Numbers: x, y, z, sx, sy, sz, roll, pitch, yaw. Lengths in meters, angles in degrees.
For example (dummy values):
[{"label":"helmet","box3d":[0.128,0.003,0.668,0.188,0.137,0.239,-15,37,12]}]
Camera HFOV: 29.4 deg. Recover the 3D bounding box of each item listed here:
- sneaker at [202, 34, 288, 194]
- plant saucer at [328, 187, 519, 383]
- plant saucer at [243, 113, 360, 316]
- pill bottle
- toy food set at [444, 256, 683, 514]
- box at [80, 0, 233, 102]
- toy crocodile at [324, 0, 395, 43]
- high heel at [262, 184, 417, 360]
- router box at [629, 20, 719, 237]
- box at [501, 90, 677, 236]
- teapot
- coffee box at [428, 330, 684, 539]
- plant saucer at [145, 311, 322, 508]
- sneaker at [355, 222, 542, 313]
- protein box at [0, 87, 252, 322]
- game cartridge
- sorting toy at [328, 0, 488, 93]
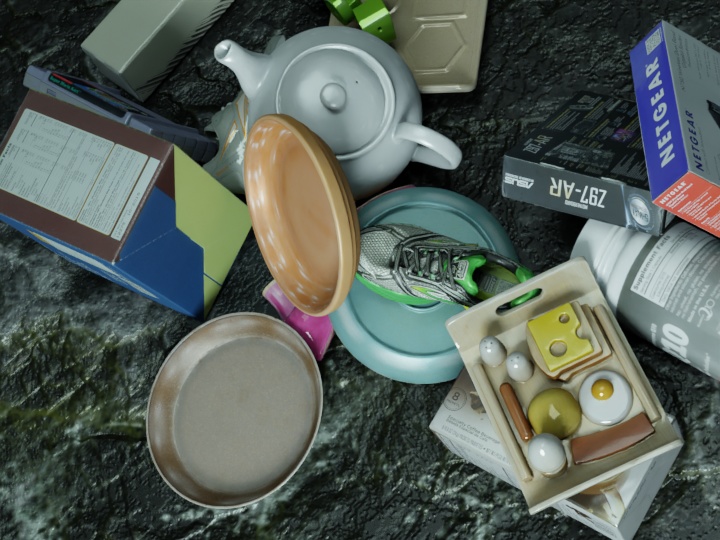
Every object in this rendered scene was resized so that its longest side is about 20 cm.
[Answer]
[{"label":"sneaker","box3d":[-0.126,-0.176,1.525,0.091,0.076,0.201,5,66,17]},{"label":"plant saucer","box3d":[0.061,0.011,1.361,0.199,0.027,0.202,-1,77,3]},{"label":"plant saucer","box3d":[-0.054,-0.056,1.326,0.037,0.201,0.201,-17,55,-26]},{"label":"pill bottle","box3d":[0.298,0.020,1.261,0.199,0.114,0.114,30,78,29]},{"label":"toy food set","box3d":[0.174,0.098,1.202,0.143,0.060,0.201,-26,61,6]},{"label":"box","box3d":[-0.231,-0.305,1.631,0.082,0.068,0.200,36,81,30]},{"label":"toy crocodile","box3d":[-0.023,-0.319,1.541,0.067,0.062,0.200,-40,51,-6]},{"label":"high heel","box3d":[0.000,0.000,1.408,0.200,0.067,0.096,-37,72,-8]},{"label":"router box","box3d":[0.338,-0.112,1.257,0.049,0.179,0.201,-44,32,40]},{"label":"box","box3d":[0.247,-0.109,1.316,0.159,0.044,0.200,16,32,24]},{"label":"teapot","box3d":[-0.022,-0.163,1.401,0.199,0.146,0.198,-21,87,-3]},{"label":"coffee box","box3d":[0.179,0.150,1.258,0.199,0.080,0.113,26,77,28]},{"label":"plant saucer","box3d":[-0.123,0.142,1.384,0.199,0.032,0.202,-8,70,22]},{"label":"sneaker","box3d":[0.082,-0.005,1.306,0.199,0.085,0.079,13,79,7]},{"label":"protein box","box3d":[-0.255,-0.066,1.440,0.199,0.199,0.136,22,81,27]},{"label":"game cartridge","box3d":[-0.272,-0.178,1.549,0.199,0.129,0.039,28,96,28]},{"label":"sorting toy","box3d":[0.052,-0.273,1.540,0.184,0.037,0.201,1,61,19]}]
